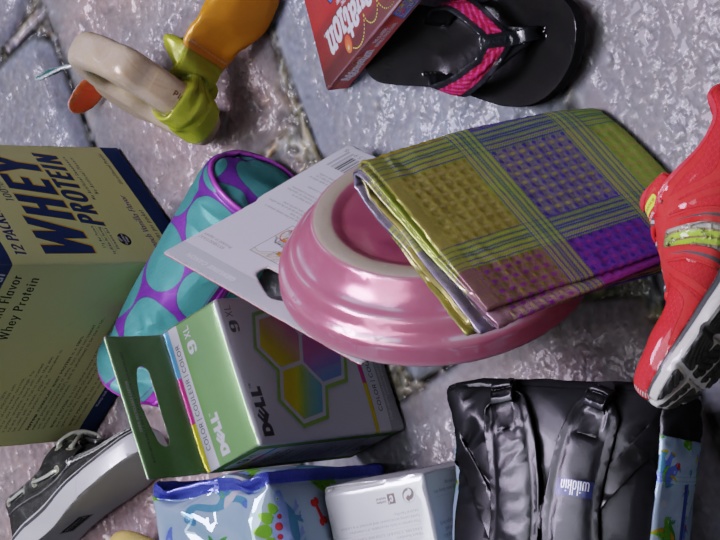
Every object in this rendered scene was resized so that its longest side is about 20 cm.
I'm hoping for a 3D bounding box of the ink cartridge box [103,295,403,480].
[{"bbox_3d":[-0.068,0.076,1.491,0.059,0.199,0.105,-31,71,39],"label":"ink cartridge box"}]

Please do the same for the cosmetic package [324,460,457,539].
[{"bbox_3d":[0.054,0.226,1.420,0.081,0.113,0.202,-13,85,31],"label":"cosmetic package"}]

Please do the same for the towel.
[{"bbox_3d":[0.104,-0.035,1.328,0.144,0.199,0.023,50,141,30],"label":"towel"}]

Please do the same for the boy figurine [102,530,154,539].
[{"bbox_3d":[-0.163,0.250,1.684,0.200,0.064,0.125,-40,64,37],"label":"boy figurine"}]

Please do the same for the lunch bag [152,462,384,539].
[{"bbox_3d":[-0.038,0.215,1.466,0.127,0.199,0.172,-8,84,36],"label":"lunch bag"}]

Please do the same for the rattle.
[{"bbox_3d":[-0.157,-0.176,1.668,0.200,0.129,0.144,-159,84,-69],"label":"rattle"}]

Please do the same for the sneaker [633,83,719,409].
[{"bbox_3d":[0.197,-0.016,1.289,0.084,0.077,0.201,20,79,26],"label":"sneaker"}]

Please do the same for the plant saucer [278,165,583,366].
[{"bbox_3d":[0.046,-0.018,1.379,0.200,0.200,0.051,29,137,40],"label":"plant saucer"}]

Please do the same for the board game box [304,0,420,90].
[{"bbox_3d":[0.003,-0.205,1.486,0.200,0.019,0.104,137,120,-64],"label":"board game box"}]

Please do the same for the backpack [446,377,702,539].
[{"bbox_3d":[0.131,0.177,1.345,0.162,0.154,0.202,-2,72,25],"label":"backpack"}]

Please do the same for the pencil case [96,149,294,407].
[{"bbox_3d":[-0.116,0.010,1.617,0.201,0.085,0.093,-58,39,28],"label":"pencil case"}]

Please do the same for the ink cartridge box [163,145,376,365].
[{"bbox_3d":[0.000,0.000,1.443,0.199,0.173,0.044,27,138,40],"label":"ink cartridge box"}]

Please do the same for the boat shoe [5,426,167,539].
[{"bbox_3d":[-0.222,0.161,1.735,0.200,0.070,0.064,-39,66,40],"label":"boat shoe"}]

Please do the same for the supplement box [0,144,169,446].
[{"bbox_3d":[-0.272,0.021,1.690,0.135,0.199,0.201,52,124,30],"label":"supplement box"}]

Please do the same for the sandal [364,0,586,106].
[{"bbox_3d":[0.065,-0.147,1.464,0.199,0.045,0.076,5,94,44],"label":"sandal"}]
